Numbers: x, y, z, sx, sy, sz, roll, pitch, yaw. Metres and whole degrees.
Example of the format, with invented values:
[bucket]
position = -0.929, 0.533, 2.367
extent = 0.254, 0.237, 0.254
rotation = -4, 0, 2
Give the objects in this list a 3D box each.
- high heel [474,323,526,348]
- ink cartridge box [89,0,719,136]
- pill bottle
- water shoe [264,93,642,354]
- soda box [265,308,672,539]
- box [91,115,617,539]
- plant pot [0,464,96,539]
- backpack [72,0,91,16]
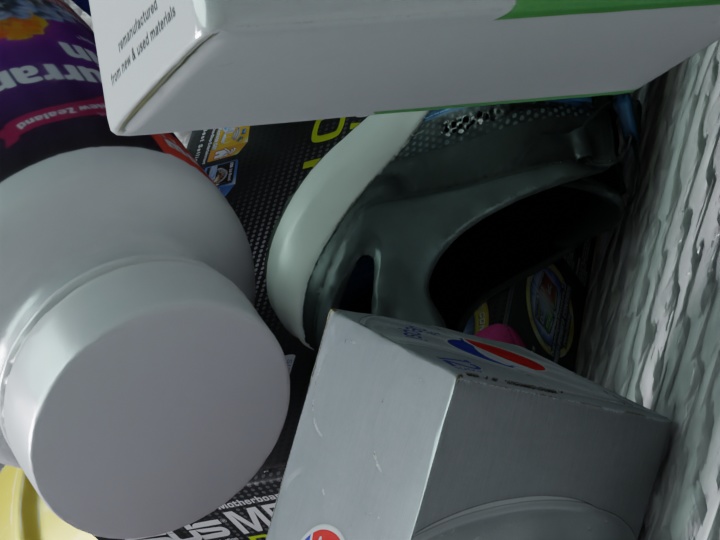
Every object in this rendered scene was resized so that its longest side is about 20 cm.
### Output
[high heel]
position = -0.005, 0.098, 0.678
extent = 0.200, 0.067, 0.097
rotation = -35, 43, 41
[ink cartridge box]
position = 0.004, -0.143, 0.532
extent = 0.084, 0.145, 0.201
rotation = 149, 113, -66
[pill bottle]
position = -0.100, -0.007, 0.731
extent = 0.200, 0.111, 0.112
rotation = 49, 131, 47
[water shoe]
position = 0.058, -0.045, 0.688
extent = 0.200, 0.079, 0.072
rotation = -52, -29, -6
[soda box]
position = 0.006, 0.116, 0.549
extent = 0.068, 0.063, 0.201
rotation = 24, 100, 60
[box]
position = 0.000, 0.000, 0.771
extent = 0.044, 0.160, 0.201
rotation = 48, -138, -37
[plant pot]
position = -0.054, 0.111, 1.049
extent = 0.189, 0.200, 0.202
rotation = -48, 21, 48
[backpack]
position = -0.024, -0.170, 0.809
extent = 0.199, 0.162, 0.169
rotation = -25, 49, 32
